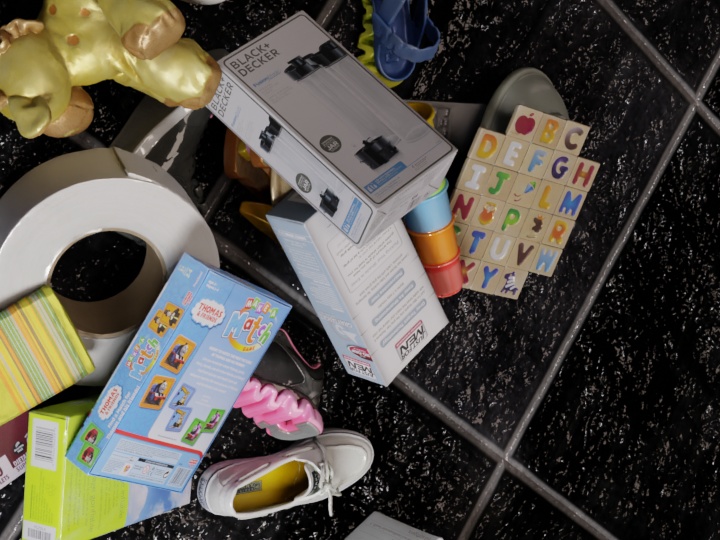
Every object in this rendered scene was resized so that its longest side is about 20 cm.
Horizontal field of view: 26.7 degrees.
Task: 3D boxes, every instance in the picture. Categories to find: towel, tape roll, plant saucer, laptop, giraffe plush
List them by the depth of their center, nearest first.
[{"bbox_3d":[-0.325,0.095,1.259,0.200,0.018,0.086,-30,109,-17],"label":"towel"},{"bbox_3d":[-0.243,-0.179,1.284,0.162,0.173,0.200,-46,117,-9],"label":"giraffe plush"},{"bbox_3d":[-0.227,-0.003,1.326,0.202,0.071,0.202,-9,118,-18],"label":"tape roll"},{"bbox_3d":[0.055,-0.080,1.519,0.200,0.103,0.177,1,101,-22],"label":"laptop"},{"bbox_3d":[0.188,-0.116,1.629,0.200,0.050,0.200,-24,119,-53],"label":"plant saucer"}]

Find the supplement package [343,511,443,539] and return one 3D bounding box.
[{"bbox_3d":[0.004,0.366,1.570,0.200,0.117,0.117,-41,119,-25],"label":"supplement package"}]

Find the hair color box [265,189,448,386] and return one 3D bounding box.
[{"bbox_3d":[0.000,0.000,1.427,0.099,0.061,0.200,-44,125,-26],"label":"hair color box"}]

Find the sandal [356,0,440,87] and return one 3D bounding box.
[{"bbox_3d":[0.037,-0.281,1.509,0.079,0.087,0.200,-20,107,-31],"label":"sandal"}]

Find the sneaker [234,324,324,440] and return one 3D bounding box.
[{"bbox_3d":[-0.107,0.085,1.482,0.200,0.079,0.095,40,52,-35],"label":"sneaker"}]

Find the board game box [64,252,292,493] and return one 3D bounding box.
[{"bbox_3d":[-0.155,0.094,1.327,0.200,0.037,0.151,-58,151,1],"label":"board game box"}]

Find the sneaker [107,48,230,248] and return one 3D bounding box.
[{"bbox_3d":[-0.166,-0.106,1.400,0.099,0.071,0.200,44,77,-35],"label":"sneaker"}]

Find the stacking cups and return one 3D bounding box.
[{"bbox_3d":[0.067,-0.063,1.482,0.061,0.061,0.200,-35,124,-27],"label":"stacking cups"}]

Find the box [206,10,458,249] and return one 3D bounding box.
[{"bbox_3d":[-0.028,-0.127,1.345,0.200,0.060,0.117,44,55,15],"label":"box"}]

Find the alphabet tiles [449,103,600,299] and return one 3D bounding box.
[{"bbox_3d":[0.162,-0.068,1.573,0.166,0.006,0.200,13,105,-34],"label":"alphabet tiles"}]

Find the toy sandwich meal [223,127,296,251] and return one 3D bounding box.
[{"bbox_3d":[-0.061,-0.099,1.472,0.205,0.070,0.205,6,90,-65],"label":"toy sandwich meal"}]

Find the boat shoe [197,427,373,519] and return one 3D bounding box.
[{"bbox_3d":[-0.056,0.207,1.518,0.202,0.086,0.075,-7,101,-35],"label":"boat shoe"}]

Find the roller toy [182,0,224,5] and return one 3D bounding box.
[{"bbox_3d":[-0.159,-0.320,1.292,0.182,0.200,0.140,41,74,-40],"label":"roller toy"}]

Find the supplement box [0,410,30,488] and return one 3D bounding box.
[{"bbox_3d":[-0.360,0.101,1.292,0.109,0.061,0.200,-37,116,-26],"label":"supplement box"}]

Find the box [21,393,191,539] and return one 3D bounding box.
[{"bbox_3d":[-0.223,0.172,1.375,0.200,0.048,0.122,-8,105,-63],"label":"box"}]
